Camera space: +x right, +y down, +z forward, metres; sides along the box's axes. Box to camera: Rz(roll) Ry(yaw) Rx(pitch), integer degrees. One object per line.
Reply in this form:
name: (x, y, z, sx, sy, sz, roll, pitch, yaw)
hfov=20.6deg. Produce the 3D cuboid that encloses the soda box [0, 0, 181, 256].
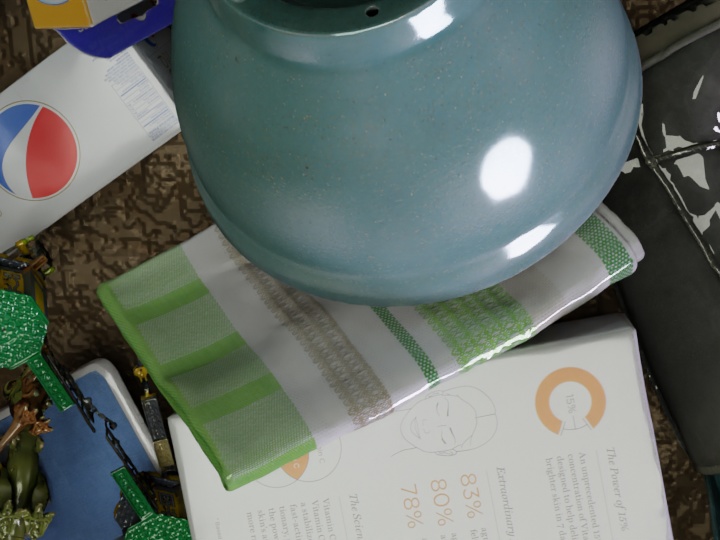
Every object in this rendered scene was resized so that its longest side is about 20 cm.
soda box: (-0.167, -0.045, 0.927, 0.200, 0.068, 0.064, -34, 99, 15)

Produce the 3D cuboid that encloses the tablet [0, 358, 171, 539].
tablet: (-0.120, 0.151, 0.977, 0.130, 0.014, 0.201, -27, 94, 33)

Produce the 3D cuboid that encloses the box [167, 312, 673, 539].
box: (0.031, 0.099, 0.860, 0.199, 0.097, 0.125, -10, 92, 6)

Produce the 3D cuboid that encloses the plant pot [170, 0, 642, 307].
plant pot: (0.007, -0.105, 0.797, 0.199, 0.134, 0.201, -6, 60, 11)

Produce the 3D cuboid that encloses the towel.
towel: (0.000, 0.000, 0.842, 0.199, 0.149, 0.031, -28, 130, -14)

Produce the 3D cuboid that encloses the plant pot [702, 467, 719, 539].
plant pot: (0.255, 0.182, 0.897, 0.141, 0.141, 0.201, -17, 110, 13)

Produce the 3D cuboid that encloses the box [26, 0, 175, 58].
box: (-0.106, -0.193, 0.824, 0.041, 0.119, 0.201, 2, 117, 39)

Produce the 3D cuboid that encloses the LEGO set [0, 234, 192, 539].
LEGO set: (-0.167, 0.072, 0.910, 0.154, 0.116, 0.200, -36, 116, 7)

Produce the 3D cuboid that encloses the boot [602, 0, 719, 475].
boot: (0.180, -0.024, 0.880, 0.181, 0.073, 0.201, -29, 93, 29)
